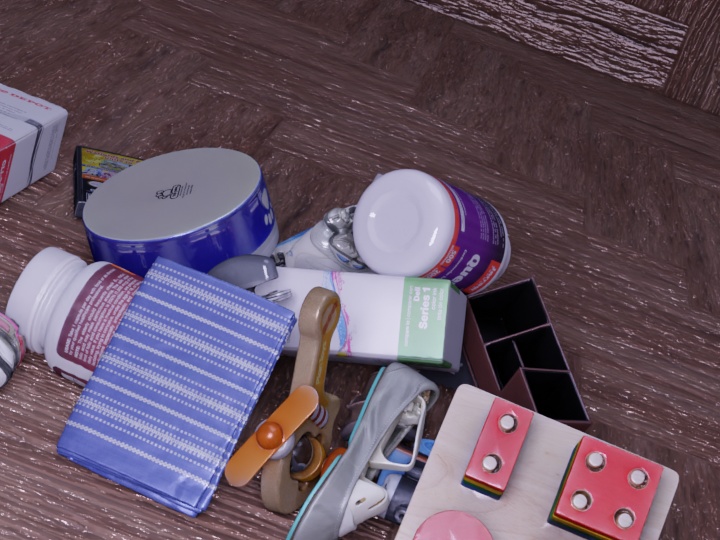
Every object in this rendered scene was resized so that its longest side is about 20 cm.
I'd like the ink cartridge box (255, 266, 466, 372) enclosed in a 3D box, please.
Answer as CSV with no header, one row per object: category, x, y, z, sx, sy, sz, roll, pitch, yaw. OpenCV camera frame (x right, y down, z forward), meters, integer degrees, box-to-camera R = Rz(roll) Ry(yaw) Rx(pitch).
ink cartridge box,-0.003,0.049,1.496,0.199,0.084,0.145,5,-6,11

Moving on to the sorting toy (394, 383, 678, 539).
sorting toy,0.137,0.212,1.209,0.199,0.199,0.070,22,-18,7

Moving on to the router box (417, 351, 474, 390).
router box,0.067,0.063,1.699,0.199,0.052,0.157,20,22,0

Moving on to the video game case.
video game case,-0.251,-0.089,1.826,0.199,0.026,0.181,12,23,-17

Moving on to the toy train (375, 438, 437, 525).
toy train,0.101,0.216,1.308,0.199,0.087,0.114,23,16,7

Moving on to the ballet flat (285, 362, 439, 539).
ballet flat,0.007,0.167,1.260,0.064,0.067,0.200,23,63,15

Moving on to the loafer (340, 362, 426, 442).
loafer,0.022,0.123,1.418,0.073,0.071,0.200,0,-1,6

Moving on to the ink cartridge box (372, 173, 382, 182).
ink cartridge box,0.059,-0.037,1.886,0.144,0.085,0.200,20,21,3

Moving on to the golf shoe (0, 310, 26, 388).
golf shoe,-0.397,0.050,1.307,0.199,0.073,0.092,20,23,-1

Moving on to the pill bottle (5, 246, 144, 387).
pill bottle,-0.217,0.061,1.377,0.199,0.115,0.114,25,22,10

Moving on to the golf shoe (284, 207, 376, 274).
golf shoe,0.000,0.000,1.623,0.200,0.097,0.079,33,38,-43

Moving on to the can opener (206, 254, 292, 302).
can opener,-0.154,0.028,1.439,0.199,0.067,0.053,-12,5,34

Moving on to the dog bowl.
dog bowl,-0.192,-0.051,1.593,0.199,0.079,0.200,-9,30,6

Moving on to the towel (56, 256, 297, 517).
towel,-0.157,0.098,1.291,0.144,0.201,0.024,22,-22,10

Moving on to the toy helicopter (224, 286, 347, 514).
toy helicopter,-0.053,0.113,1.280,0.079,0.201,0.132,16,13,26

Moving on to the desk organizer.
desk organizer,0.166,0.102,1.565,0.071,0.077,0.200,6,47,-27

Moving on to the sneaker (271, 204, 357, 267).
sneaker,-0.044,-0.027,1.699,0.199,0.079,0.090,-21,15,-6

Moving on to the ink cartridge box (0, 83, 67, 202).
ink cartridge box,-0.447,-0.152,1.726,0.144,0.084,0.200,21,22,6

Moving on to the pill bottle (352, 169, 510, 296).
pill bottle,0.083,-0.034,1.566,0.112,0.113,0.200,33,8,30
